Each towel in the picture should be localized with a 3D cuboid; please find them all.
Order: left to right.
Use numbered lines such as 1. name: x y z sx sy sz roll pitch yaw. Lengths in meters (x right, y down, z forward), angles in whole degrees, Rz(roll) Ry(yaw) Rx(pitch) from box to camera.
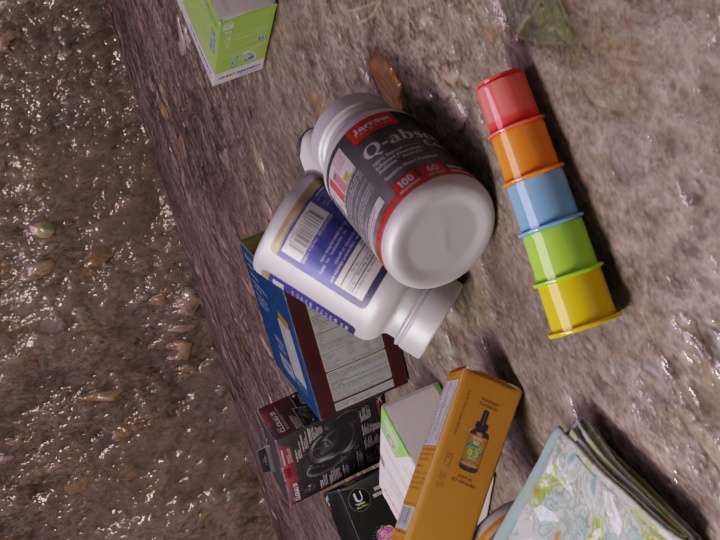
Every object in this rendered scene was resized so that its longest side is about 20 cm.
1. towel: 0.184 0.249 0.904 0.171 0.048 0.202 49 122 51

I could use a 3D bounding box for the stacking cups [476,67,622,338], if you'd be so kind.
1. stacking cups: 0.139 -0.052 0.827 0.060 0.060 0.203 144 108 -74

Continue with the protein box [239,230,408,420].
1. protein box: -0.052 0.054 1.464 0.198 0.133 0.203 -141 33 -62

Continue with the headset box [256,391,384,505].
1. headset box: -0.060 0.249 1.626 0.077 0.198 0.150 50 157 46

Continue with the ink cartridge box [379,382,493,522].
1. ink cartridge box: 0.089 0.261 1.345 0.201 0.083 0.146 89 155 -51

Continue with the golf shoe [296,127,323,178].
1. golf shoe: -0.001 -0.107 1.213 0.200 0.077 0.095 50 153 26

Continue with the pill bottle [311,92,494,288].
1. pill bottle: 0.032 -0.083 1.030 0.200 0.115 0.117 52 158 46

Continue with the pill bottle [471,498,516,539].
1. pill bottle: 0.189 0.320 1.018 0.200 0.115 0.118 51 157 47

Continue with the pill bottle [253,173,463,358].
1. pill bottle: 0.000 0.000 1.121 0.199 0.120 0.120 33 159 4

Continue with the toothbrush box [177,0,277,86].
1. toothbrush box: -0.187 -0.366 1.475 0.147 0.085 0.200 66 164 9

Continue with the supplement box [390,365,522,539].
1. supplement box: 0.092 0.200 1.075 0.069 0.066 0.202 147 145 -78

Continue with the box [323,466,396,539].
1. box: 0.045 0.394 1.596 0.149 0.123 0.202 132 117 -73
